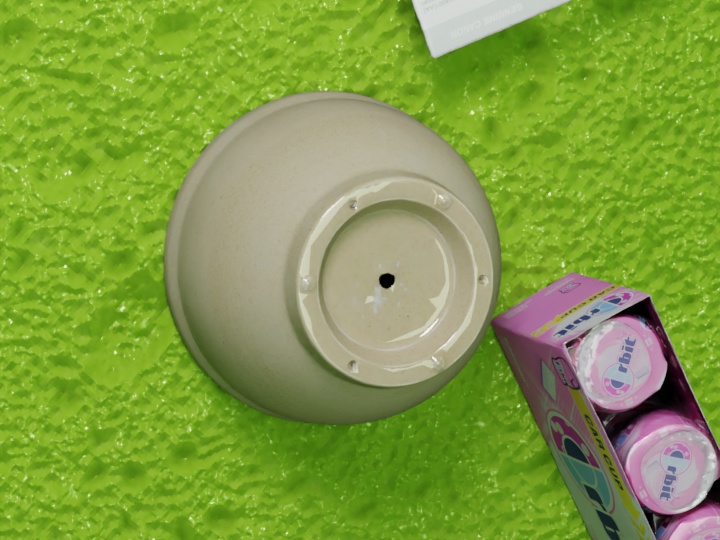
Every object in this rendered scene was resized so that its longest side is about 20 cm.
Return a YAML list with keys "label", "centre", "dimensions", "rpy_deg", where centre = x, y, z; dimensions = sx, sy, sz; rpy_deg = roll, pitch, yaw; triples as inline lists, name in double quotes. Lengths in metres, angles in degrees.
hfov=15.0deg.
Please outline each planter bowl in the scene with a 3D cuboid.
- label: "planter bowl"
  centre: [0.000, 0.000, 1.580]
  dimensions: [0.199, 0.135, 0.201]
  rpy_deg: [-3, 98, -20]

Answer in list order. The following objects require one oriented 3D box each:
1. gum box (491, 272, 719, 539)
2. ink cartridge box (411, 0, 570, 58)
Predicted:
- label: "gum box"
  centre: [0.166, 0.108, 1.663]
  dimensions: [0.066, 0.113, 0.201]
  rpy_deg: [-30, 105, -14]
- label: "ink cartridge box"
  centre: [0.092, -0.244, 1.632]
  dimensions: [0.199, 0.044, 0.174]
  rpy_deg: [-24, 104, -16]
